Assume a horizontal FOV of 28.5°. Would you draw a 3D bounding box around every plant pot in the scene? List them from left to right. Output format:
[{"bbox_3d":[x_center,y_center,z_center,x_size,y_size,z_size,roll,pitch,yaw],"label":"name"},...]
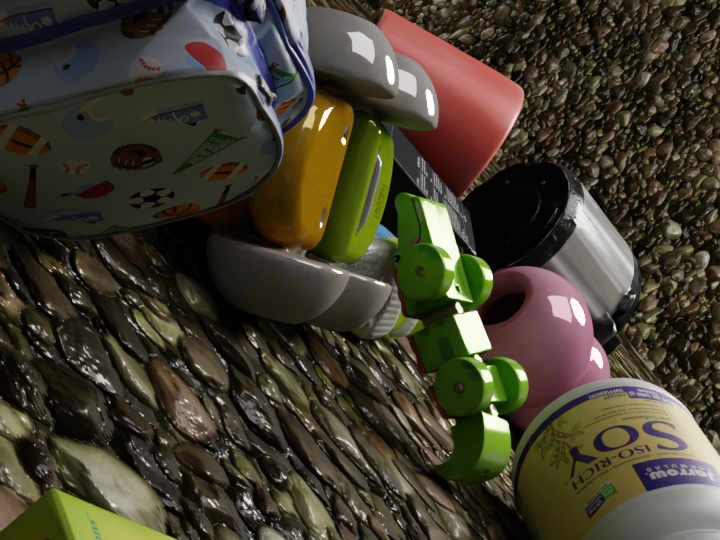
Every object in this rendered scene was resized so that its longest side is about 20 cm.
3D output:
[{"bbox_3d":[0.050,-0.176,1.543,0.177,0.201,0.201,38,13,-13],"label":"plant pot"}]

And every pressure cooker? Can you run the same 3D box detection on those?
[{"bbox_3d":[0.205,0.004,1.526,0.200,0.178,0.176,46,52,-33],"label":"pressure cooker"}]

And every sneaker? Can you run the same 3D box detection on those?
[{"bbox_3d":[0.000,0.000,1.045,0.105,0.076,0.200,34,3,27],"label":"sneaker"}]

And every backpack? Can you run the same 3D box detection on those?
[{"bbox_3d":[-0.103,-0.100,0.609,0.190,0.199,0.155,40,43,-74],"label":"backpack"}]

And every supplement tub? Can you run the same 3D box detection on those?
[{"bbox_3d":[0.193,0.180,0.958,0.145,0.145,0.200,45,11,-26],"label":"supplement tub"}]

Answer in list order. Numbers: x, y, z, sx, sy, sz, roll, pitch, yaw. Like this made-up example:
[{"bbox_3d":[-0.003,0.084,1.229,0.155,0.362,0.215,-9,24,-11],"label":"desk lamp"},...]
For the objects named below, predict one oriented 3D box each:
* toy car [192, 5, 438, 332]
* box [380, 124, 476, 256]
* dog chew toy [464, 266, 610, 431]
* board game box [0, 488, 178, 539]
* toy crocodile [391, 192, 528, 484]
[{"bbox_3d":[-0.049,-0.063,0.849,0.149,0.176,0.200,15,-1,19],"label":"toy car"},{"bbox_3d":[0.037,-0.067,1.363,0.141,0.079,0.200,52,10,-9],"label":"box"},{"bbox_3d":[0.165,0.089,1.258,0.200,0.124,0.125,52,7,-37],"label":"dog chew toy"},{"bbox_3d":[-0.027,0.145,0.425,0.200,0.048,0.102,38,16,-49],"label":"board game box"},{"bbox_3d":[0.059,0.043,0.948,0.067,0.062,0.201,4,65,-57],"label":"toy crocodile"}]
